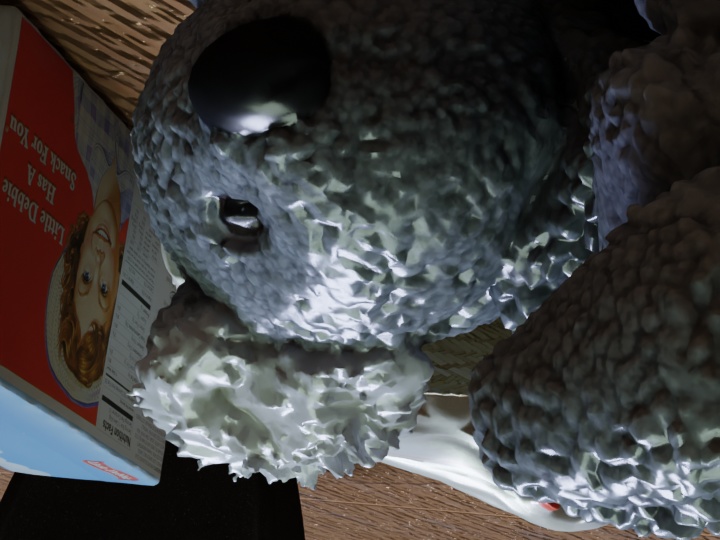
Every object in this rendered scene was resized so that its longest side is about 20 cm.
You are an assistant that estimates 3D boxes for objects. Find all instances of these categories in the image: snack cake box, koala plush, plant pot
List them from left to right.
[{"bbox_3d":[-0.121,-0.001,0.700,0.067,0.116,0.200,4,164,14],"label":"snack cake box"},{"bbox_3d":[-0.125,0.183,1.249,0.199,0.178,0.200,7,165,8],"label":"plant pot"},{"bbox_3d":[0.032,-0.028,0.439,0.199,0.179,0.183,-7,169,33],"label":"koala plush"}]

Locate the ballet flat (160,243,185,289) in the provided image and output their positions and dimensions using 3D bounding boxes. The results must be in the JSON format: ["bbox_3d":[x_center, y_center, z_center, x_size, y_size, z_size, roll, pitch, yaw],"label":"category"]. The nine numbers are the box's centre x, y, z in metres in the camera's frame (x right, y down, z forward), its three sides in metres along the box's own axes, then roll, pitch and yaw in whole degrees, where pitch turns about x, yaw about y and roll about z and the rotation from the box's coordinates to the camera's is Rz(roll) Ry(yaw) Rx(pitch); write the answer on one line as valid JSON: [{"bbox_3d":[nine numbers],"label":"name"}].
[{"bbox_3d":[0.000,0.000,0.746,0.199,0.072,0.072,19,161,-34],"label":"ballet flat"}]

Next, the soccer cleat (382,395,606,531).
[{"bbox_3d":[0.047,0.077,1.003,0.199,0.070,0.077,24,164,-26],"label":"soccer cleat"}]

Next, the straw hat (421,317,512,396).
[{"bbox_3d":[0.056,-0.026,0.573,0.200,0.086,0.201,0,-170,0],"label":"straw hat"}]
